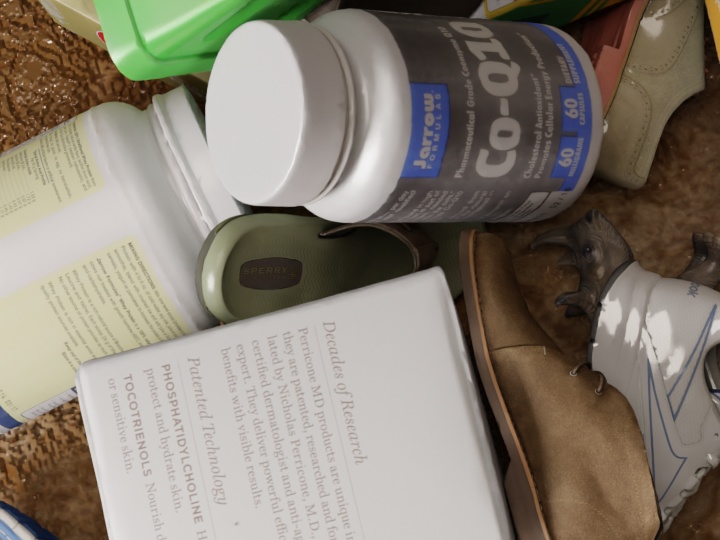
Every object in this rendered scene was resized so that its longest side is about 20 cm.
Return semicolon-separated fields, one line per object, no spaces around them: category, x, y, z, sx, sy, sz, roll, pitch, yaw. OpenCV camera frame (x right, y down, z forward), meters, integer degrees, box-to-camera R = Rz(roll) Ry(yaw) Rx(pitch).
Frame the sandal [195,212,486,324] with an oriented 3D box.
sandal;-0.001;0.001;1.076;0.057;0.201;0.080;7;103;47

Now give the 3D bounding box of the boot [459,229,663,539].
boot;0.102;0.065;1.006;0.075;0.074;0.201;-20;70;11

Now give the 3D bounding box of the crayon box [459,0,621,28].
crayon box;0.122;-0.214;1.115;0.200;0.051;0.127;-18;70;41

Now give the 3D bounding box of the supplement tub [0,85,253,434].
supplement tub;-0.163;-0.008;1.107;0.200;0.145;0.145;-26;73;1

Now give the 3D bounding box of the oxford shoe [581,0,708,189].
oxford shoe;0.175;-0.139;1.145;0.074;0.071;0.200;33;76;-16

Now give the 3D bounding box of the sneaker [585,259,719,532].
sneaker;0.158;0.099;1.044;0.087;0.074;0.201;11;102;15

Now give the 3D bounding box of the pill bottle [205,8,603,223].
pill bottle;0.024;-0.082;1.042;0.200;0.114;0.114;-2;70;-37

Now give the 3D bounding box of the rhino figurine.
rhino figurine;0.186;0.022;1.092;0.200;0.060;0.088;23;91;17

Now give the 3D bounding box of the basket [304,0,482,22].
basket;-0.015;-0.229;1.125;0.180;0.136;0.200;-42;61;13

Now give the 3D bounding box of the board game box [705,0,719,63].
board game box;0.246;-0.120;1.110;0.095;0.030;0.201;2;68;-37

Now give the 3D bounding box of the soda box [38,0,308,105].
soda box;-0.101;-0.148;1.177;0.200;0.064;0.068;30;82;14

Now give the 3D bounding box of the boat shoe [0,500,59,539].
boat shoe;-0.168;0.209;1.089;0.200;0.072;0.072;42;86;16

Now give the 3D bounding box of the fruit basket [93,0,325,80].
fruit basket;-0.121;-0.201;1.055;0.215;0.155;0.216;7;103;31

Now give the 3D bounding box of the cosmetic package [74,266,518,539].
cosmetic package;-0.024;0.118;1.042;0.199;0.167;0.167;-15;74;3
